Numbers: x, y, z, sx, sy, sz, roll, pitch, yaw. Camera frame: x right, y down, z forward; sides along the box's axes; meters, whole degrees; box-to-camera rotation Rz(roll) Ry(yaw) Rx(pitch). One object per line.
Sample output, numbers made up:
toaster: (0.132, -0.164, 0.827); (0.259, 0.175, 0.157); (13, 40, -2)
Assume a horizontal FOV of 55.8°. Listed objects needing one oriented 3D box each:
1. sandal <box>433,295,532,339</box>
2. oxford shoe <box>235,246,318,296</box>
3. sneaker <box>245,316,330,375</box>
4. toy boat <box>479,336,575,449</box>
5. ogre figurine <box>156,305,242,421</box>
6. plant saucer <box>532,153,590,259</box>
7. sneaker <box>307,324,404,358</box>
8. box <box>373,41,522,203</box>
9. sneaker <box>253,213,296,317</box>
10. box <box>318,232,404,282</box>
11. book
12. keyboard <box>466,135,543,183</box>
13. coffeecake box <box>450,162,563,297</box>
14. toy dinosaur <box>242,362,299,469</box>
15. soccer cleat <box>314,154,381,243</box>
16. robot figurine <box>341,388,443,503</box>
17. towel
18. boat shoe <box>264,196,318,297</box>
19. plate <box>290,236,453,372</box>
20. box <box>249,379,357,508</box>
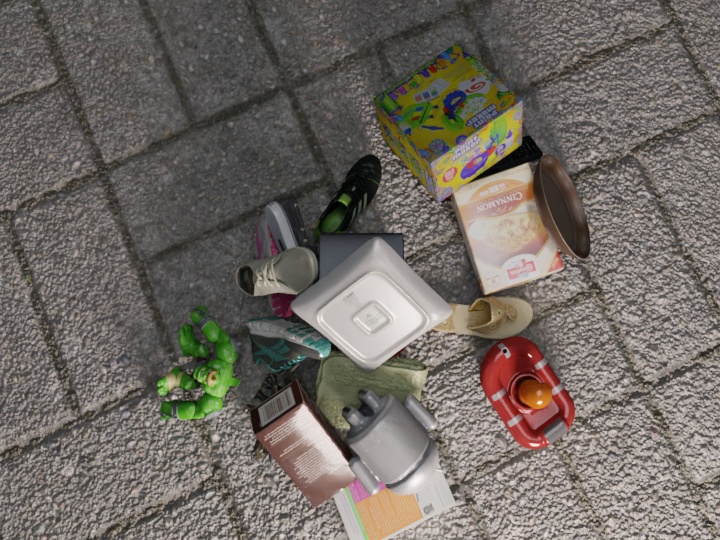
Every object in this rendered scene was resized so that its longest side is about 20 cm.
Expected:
sandal: (0.224, 0.086, 1.248); (0.205, 0.070, 0.080); (0, 83, -2)
oxford shoe: (-0.144, 0.007, 1.144); (0.057, 0.197, 0.077); (-10, 90, -45)
sneaker: (-0.125, 0.140, 1.195); (0.076, 0.197, 0.094); (-6, 101, -45)
toy boat: (0.299, 0.213, 1.201); (0.129, 0.131, 0.202); (-33, 84, -7)
ogre figurine: (-0.280, 0.176, 1.209); (0.117, 0.099, 0.203); (15, 65, 18)
plant saucer: (0.365, -0.113, 1.248); (0.032, 0.198, 0.205); (-22, 81, 33)
sneaker: (-0.009, 0.134, 1.231); (0.195, 0.078, 0.119); (-13, 88, 6)
box: (0.161, -0.272, 1.245); (0.198, 0.123, 0.194); (-33, 59, -6)
sneaker: (-0.150, -0.017, 1.252); (0.080, 0.087, 0.206); (-7, 101, -32)
box: (0.000, 0.000, 1.187); (0.144, 0.200, 0.108); (0, 84, -2)
book: (0.054, 0.392, 1.209); (0.196, 0.048, 0.136); (-23, 79, -6)
keyboard: (0.235, -0.221, 1.284); (0.195, 0.040, 0.105); (-18, 39, -2)
coffeecake box: (0.269, -0.073, 1.266); (0.150, 0.073, 0.205); (-18, 82, 3)
toy dinosaur: (-0.141, 0.239, 1.195); (0.101, 0.077, 0.202); (36, 106, 2)
soccer cleat: (-0.019, -0.134, 1.268); (0.067, 0.081, 0.202); (32, 80, 3)
robot figurine: (0.054, 0.294, 1.148); (0.170, 0.113, 0.200); (-44, 95, -10)
towel: (0.016, 0.220, 1.211); (0.194, 0.037, 0.152); (7, 107, -3)
boat shoe: (-0.104, -0.033, 1.192); (0.065, 0.069, 0.204); (-27, 104, -26)
plate: (0.018, 0.069, 1.088); (0.198, 0.033, 0.200); (-36, 118, 23)
box: (-0.091, 0.292, 1.143); (0.099, 0.075, 0.202); (-32, 117, -1)
